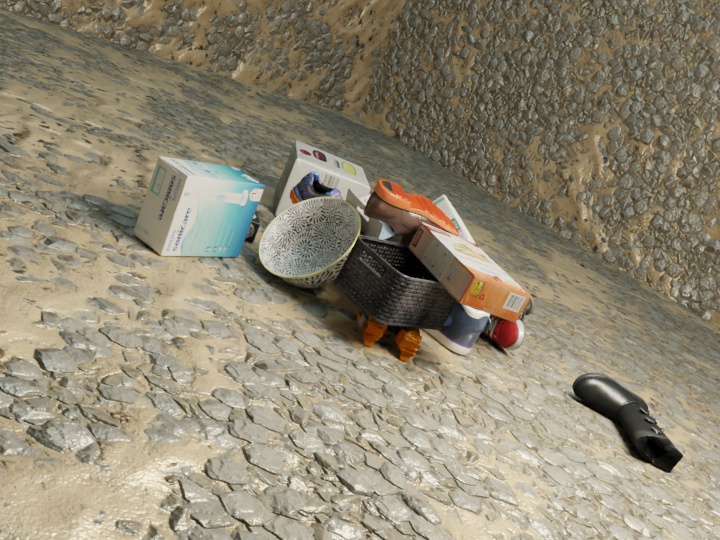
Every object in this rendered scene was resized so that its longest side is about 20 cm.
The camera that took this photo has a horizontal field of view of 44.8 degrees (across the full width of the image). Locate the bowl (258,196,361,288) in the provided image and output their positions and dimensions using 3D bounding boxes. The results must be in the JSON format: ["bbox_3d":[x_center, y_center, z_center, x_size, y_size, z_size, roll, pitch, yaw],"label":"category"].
[{"bbox_3d":[-0.082,-0.033,1.622,0.200,0.200,0.095,39,-20,43],"label":"bowl"}]

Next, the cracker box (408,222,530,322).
[{"bbox_3d":[0.184,0.001,1.499,0.132,0.058,0.200,19,19,-33],"label":"cracker box"}]

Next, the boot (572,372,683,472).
[{"bbox_3d":[0.488,0.276,1.613,0.162,0.066,0.201,21,20,-7],"label":"boot"}]

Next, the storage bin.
[{"bbox_3d":[0.070,0.023,1.508,0.198,0.095,0.135,11,24,-50],"label":"storage bin"}]

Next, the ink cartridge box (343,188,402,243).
[{"bbox_3d":[0.015,-0.058,1.670,0.067,0.202,0.115,-22,56,-30],"label":"ink cartridge box"}]

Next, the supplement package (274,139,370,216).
[{"bbox_3d":[-0.095,-0.192,2.089,0.189,0.149,0.200,20,17,-13],"label":"supplement package"}]

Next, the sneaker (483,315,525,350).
[{"bbox_3d":[0.254,0.099,1.806,0.111,0.072,0.200,22,8,-24],"label":"sneaker"}]

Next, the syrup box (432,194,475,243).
[{"bbox_3d":[0.184,-0.065,1.798,0.082,0.078,0.201,51,11,-30],"label":"syrup box"}]

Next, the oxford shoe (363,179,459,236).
[{"bbox_3d":[0.092,-0.094,1.573,0.198,0.073,0.072,25,24,-28],"label":"oxford shoe"}]

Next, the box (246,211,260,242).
[{"bbox_3d":[-0.293,-0.134,1.791,0.158,0.045,0.200,19,17,-18],"label":"box"}]

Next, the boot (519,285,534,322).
[{"bbox_3d":[0.262,0.037,1.752,0.198,0.070,0.174,31,12,20],"label":"boot"}]

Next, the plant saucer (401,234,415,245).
[{"bbox_3d":[0.095,-0.067,1.693,0.201,0.032,0.200,50,-8,10],"label":"plant saucer"}]

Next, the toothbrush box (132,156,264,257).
[{"bbox_3d":[-0.281,-0.107,1.534,0.085,0.148,0.199,31,18,29],"label":"toothbrush box"}]

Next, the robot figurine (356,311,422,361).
[{"bbox_3d":[0.050,0.086,1.565,0.143,0.059,0.200,23,16,-7],"label":"robot figurine"}]

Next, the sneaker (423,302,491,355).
[{"bbox_3d":[0.170,0.053,1.686,0.080,0.148,0.200,8,22,-45],"label":"sneaker"}]

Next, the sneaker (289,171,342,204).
[{"bbox_3d":[-0.060,-0.126,1.796,0.199,0.079,0.075,40,30,12],"label":"sneaker"}]
